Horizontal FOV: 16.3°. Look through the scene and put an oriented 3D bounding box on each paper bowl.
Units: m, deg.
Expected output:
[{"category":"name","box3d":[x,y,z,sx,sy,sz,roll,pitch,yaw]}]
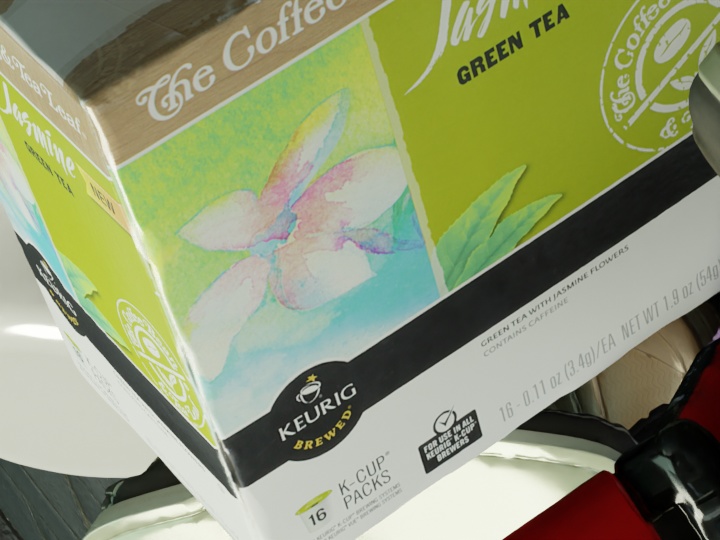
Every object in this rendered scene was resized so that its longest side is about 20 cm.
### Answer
[{"category":"paper bowl","box3d":[-0.108,0.009,0.985,0.201,0.199,0.105,88,-172,-61]}]

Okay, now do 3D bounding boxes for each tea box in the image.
[{"category":"tea box","box3d":[0.000,-0.056,0.727,0.134,0.199,0.197,42,159,44]}]

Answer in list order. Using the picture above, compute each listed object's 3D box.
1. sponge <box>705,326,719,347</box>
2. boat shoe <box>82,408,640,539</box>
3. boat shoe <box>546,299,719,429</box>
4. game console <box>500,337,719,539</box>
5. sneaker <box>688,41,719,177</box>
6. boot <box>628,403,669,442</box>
[{"category":"sponge","box3d":[0.182,0.081,0.761,0.200,0.030,0.112,53,164,15]},{"category":"boat shoe","box3d":[0.003,0.071,0.813,0.200,0.061,0.072,-10,118,26]},{"category":"boat shoe","box3d":[0.070,0.023,0.929,0.199,0.064,0.072,-4,106,55]},{"category":"game console","box3d":[0.103,0.145,0.722,0.201,0.118,0.172,58,-159,-3]},{"category":"sneaker","box3d":[0.133,0.039,0.653,0.200,0.075,0.106,51,121,18]},{"category":"boot","box3d":[0.160,0.127,0.835,0.131,0.068,0.200,38,172,45]}]
